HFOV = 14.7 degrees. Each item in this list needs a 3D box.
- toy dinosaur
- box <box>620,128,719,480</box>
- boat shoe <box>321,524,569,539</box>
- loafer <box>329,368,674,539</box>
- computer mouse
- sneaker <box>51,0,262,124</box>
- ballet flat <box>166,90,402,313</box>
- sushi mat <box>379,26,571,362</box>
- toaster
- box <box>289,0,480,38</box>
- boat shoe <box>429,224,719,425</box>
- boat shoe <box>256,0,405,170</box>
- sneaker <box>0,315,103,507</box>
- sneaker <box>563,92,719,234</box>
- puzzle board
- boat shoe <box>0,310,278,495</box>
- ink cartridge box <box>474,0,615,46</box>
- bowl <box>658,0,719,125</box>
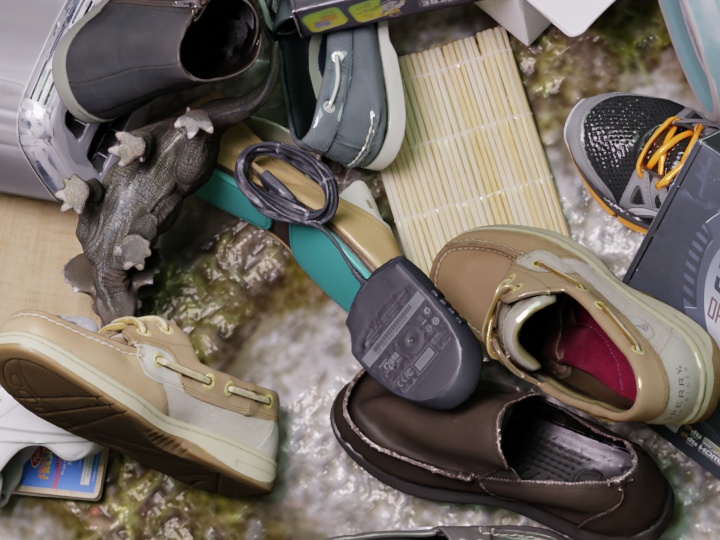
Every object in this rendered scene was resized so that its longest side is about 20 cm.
[{"bbox_3d":[-0.116,-0.050,1.554,0.077,0.102,0.201,28,89,1],"label":"toy dinosaur"},{"bbox_3d":[0.231,0.044,1.479,0.200,0.043,0.161,38,122,19],"label":"box"},{"bbox_3d":[0.023,0.173,1.514,0.198,0.057,0.067,-8,68,7],"label":"boat shoe"},{"bbox_3d":[0.076,0.087,1.515,0.199,0.072,0.073,15,58,19],"label":"loafer"},{"bbox_3d":[0.000,0.000,1.528,0.059,0.034,0.200,-48,64,18],"label":"computer mouse"},{"bbox_3d":[-0.076,-0.156,1.548,0.106,0.075,0.200,-6,40,42],"label":"sneaker"},{"bbox_3d":[-0.030,-0.040,1.596,0.200,0.069,0.063,36,63,18],"label":"ballet flat"},{"bbox_3d":[0.064,-0.042,1.604,0.095,0.012,0.201,-18,69,5],"label":"sushi mat"},{"bbox_3d":[-0.194,-0.121,1.609,0.128,0.114,0.201,12,63,26],"label":"toaster"},{"bbox_3d":[0.052,-0.205,1.573,0.198,0.035,0.111,-12,68,4],"label":"box"},{"bbox_3d":[0.102,0.027,1.496,0.199,0.066,0.075,24,112,43],"label":"boat shoe"},{"bbox_3d":[-0.025,-0.151,1.614,0.061,0.073,0.201,2,62,-30],"label":"boat shoe"},{"bbox_3d":[-0.233,0.089,1.566,0.199,0.078,0.100,-9,98,20],"label":"sneaker"},{"bbox_3d":[0.200,-0.046,1.547,0.199,0.077,0.079,30,80,20],"label":"sneaker"},{"bbox_3d":[-0.206,0.031,1.628,0.149,0.017,0.202,4,73,11],"label":"puzzle board"},{"bbox_3d":[-0.119,0.060,1.510,0.074,0.200,0.067,-4,64,40],"label":"boat shoe"},{"bbox_3d":[0.091,-0.216,1.627,0.116,0.067,0.200,-44,69,-11],"label":"ink cartridge box"},{"bbox_3d":[0.219,-0.151,1.510,0.104,0.201,0.202,-19,69,1],"label":"bowl"}]
